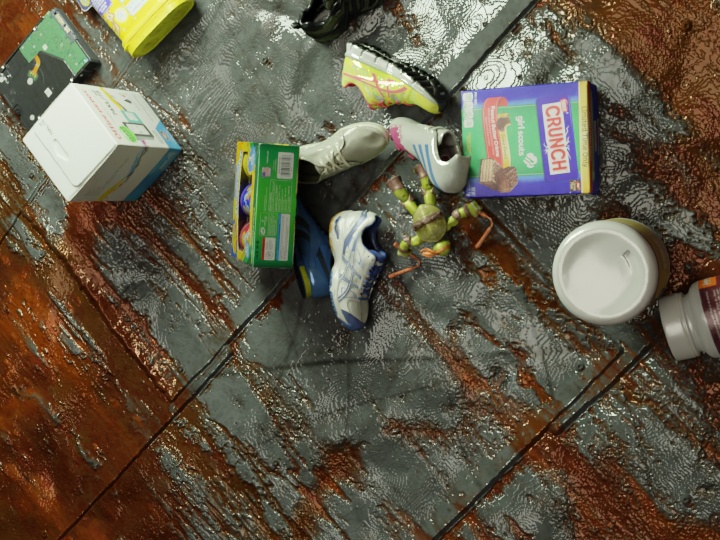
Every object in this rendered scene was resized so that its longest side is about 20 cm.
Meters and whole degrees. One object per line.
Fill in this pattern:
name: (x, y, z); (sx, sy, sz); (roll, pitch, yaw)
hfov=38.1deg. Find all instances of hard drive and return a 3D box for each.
hard drive: (-0.597, -0.378, 1.973); (0.200, 0.038, 0.140); (-43, 78, 21)

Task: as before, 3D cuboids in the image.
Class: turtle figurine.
turtle figurine: (0.100, -0.082, 1.683); (0.200, 0.064, 0.162); (-29, 83, 23)

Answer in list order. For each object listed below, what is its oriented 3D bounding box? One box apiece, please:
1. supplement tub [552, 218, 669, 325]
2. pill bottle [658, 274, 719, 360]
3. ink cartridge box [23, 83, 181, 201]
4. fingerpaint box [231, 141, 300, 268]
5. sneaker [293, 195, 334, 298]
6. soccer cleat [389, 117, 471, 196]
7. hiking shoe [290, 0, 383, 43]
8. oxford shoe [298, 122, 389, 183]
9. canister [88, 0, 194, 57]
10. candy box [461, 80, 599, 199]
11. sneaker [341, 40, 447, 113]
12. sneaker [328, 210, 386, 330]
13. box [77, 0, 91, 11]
supplement tub: (0.366, -0.002, 1.502); (0.145, 0.200, 0.146); (2, 95, 23)
pill bottle: (0.536, 0.058, 1.481); (0.199, 0.114, 0.115); (-17, 87, 23)
ink cartridge box: (-0.451, -0.221, 1.834); (0.146, 0.200, 0.147); (-43, 78, 20)
fingerpaint box: (-0.162, -0.113, 1.737); (0.073, 0.167, 0.201); (2, 97, -19)
sneaker: (-0.085, -0.050, 1.776); (0.078, 0.066, 0.201); (-14, 77, -12)
soccer cleat: (0.114, -0.200, 1.632); (0.200, 0.070, 0.087); (55, 138, 40)
hiking shoe: (-0.022, -0.448, 1.687); (0.200, 0.101, 0.076); (-43, 78, 20)
oxford shoe: (-0.040, -0.189, 1.724); (0.199, 0.058, 0.075); (-16, 125, 28)
canister: (-0.412, -0.501, 1.834); (0.148, 0.087, 0.200); (-40, 92, 20)
candy box: (0.261, -0.196, 1.598); (0.199, 0.077, 0.170); (-1, 95, 23)
sneaker: (0.052, -0.294, 1.689); (0.200, 0.078, 0.091); (33, 114, 23)
sneaker: (0.000, 0.000, 1.723); (0.088, 0.075, 0.201); (-3, 94, 29)
box: (-0.458, -0.578, 1.900); (0.200, 0.032, 0.121); (-35, 80, 20)
